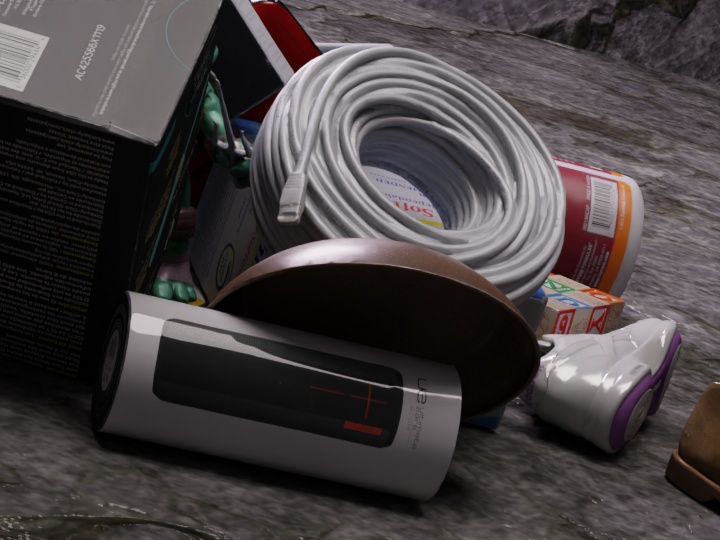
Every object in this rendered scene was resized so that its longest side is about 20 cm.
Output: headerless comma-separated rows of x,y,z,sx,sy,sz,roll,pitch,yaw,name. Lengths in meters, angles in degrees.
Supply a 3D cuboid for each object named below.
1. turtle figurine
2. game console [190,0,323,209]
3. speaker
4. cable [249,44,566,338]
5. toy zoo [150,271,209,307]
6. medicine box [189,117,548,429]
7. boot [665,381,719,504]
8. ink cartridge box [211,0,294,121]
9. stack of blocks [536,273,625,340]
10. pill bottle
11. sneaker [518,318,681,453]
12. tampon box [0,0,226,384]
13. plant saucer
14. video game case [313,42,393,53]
-0.126,-0.085,1.710,0.149,0.201,0.101,21,21,9,turtle figurine
-0.101,-0.102,1.886,0.173,0.199,0.119,50,13,-31,game console
-0.046,0.072,1.521,0.199,0.082,0.081,14,12,-14,speaker
0.029,-0.047,1.657,0.199,0.069,0.201,18,45,-19,cable
-0.180,0.006,1.769,0.199,0.021,0.131,16,13,-2,toy zoo
0.000,0.000,1.774,0.181,0.104,0.200,13,20,-22,medicine box
0.271,0.130,1.688,0.073,0.076,0.200,8,16,-41,boot
-0.177,-0.155,1.773,0.201,0.197,0.043,57,10,-5,ink cartridge box
0.075,0.018,1.958,0.199,0.059,0.115,23,14,26,stack of blocks
0.114,-0.042,2.145,0.199,0.114,0.113,14,12,-13,pill bottle
0.159,0.062,1.834,0.099,0.075,0.200,21,13,13,sneaker
-0.169,-0.064,1.568,0.125,0.201,0.150,17,44,1,tampon box
0.005,0.032,1.564,0.199,0.037,0.201,4,-29,2,plant saucer
-0.082,-0.100,2.001,0.023,0.200,0.182,56,25,14,video game case
